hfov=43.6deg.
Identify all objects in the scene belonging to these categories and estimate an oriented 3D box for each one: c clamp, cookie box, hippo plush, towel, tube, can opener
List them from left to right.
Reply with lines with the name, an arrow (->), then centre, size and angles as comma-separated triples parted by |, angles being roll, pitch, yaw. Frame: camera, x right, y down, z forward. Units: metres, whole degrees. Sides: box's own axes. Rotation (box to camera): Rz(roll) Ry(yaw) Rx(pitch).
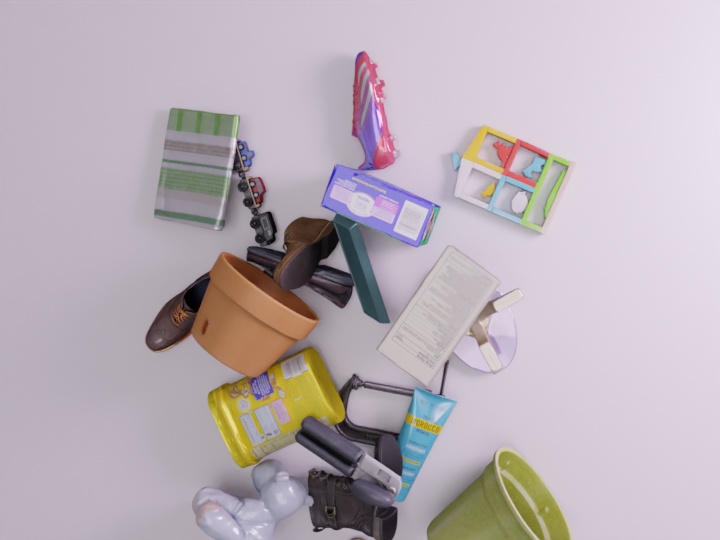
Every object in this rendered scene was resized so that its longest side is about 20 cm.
towel -> -0.284, -0.179, 1.577 | 0.148, 0.031, 0.201 | 11, 93, 23
hippo plush -> -0.180, 0.398, 1.535 | 0.161, 0.200, 0.159 | -48, 125, -3
can opener -> -0.024, 0.311, 1.453 | 0.199, 0.067, 0.054 | 31, 110, 16
cookie box -> 0.039, -0.104, 1.463 | 0.170, 0.200, 0.076 | 24, 97, 7
c clamp -> 0.051, 0.230, 1.570 | 0.198, 0.027, 0.172 | 4, 100, 8
tube -> 0.092, 0.298, 1.544 | 0.077, 0.050, 0.201 | 19, 102, -14

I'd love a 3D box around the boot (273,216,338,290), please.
boot -> -0.105, -0.031, 1.500 | 0.075, 0.200, 0.074 | 20, 124, 15

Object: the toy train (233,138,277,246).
toy train -> -0.188, -0.141, 1.577 | 0.046, 0.034, 0.201 | -18, 91, 5

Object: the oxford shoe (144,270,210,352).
oxford shoe -> -0.314, 0.070, 1.586 | 0.071, 0.073, 0.200 | 45, 98, 4

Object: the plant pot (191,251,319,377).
plant pot -> -0.187, 0.083, 1.502 | 0.200, 0.200, 0.140 | 35, 95, 5

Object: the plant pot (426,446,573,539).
plant pot -> 0.218, 0.428, 1.487 | 0.184, 0.200, 0.201 | -40, 87, 20

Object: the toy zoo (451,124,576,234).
toy zoo -> 0.245, -0.159, 1.521 | 0.199, 0.020, 0.132 | 24, 96, 6

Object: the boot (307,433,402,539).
boot -> -0.020, 0.367, 1.543 | 0.173, 0.069, 0.202 | 6, 93, 34

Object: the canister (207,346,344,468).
canister -> -0.143, 0.235, 1.557 | 0.199, 0.087, 0.149 | -26, 89, 13

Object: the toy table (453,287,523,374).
toy table -> 0.188, 0.081, 1.495 | 0.184, 0.117, 0.200 | -41, 86, 8

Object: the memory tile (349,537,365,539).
memory tile -> 0.055, 0.564, 1.591 | 0.199, 0.017, 0.154 | 13, 95, 6

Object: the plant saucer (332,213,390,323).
plant saucer -> 0.000, 0.000, 1.499 | 0.019, 0.070, 0.201 | -29, 120, -20

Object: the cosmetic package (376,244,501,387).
cosmetic package -> 0.123, 0.069, 1.410 | 0.105, 0.071, 0.200 | 37, 96, 6

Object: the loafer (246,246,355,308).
loafer -> -0.108, 0.012, 1.558 | 0.199, 0.072, 0.063 | 17, 100, 4

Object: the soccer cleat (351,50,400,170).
soccer cleat -> 0.011, -0.269, 1.528 | 0.076, 0.067, 0.201 | -14, 94, 13
